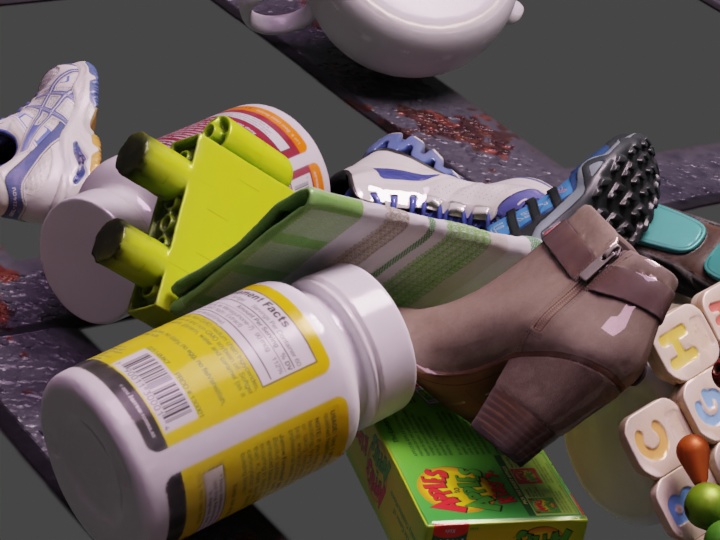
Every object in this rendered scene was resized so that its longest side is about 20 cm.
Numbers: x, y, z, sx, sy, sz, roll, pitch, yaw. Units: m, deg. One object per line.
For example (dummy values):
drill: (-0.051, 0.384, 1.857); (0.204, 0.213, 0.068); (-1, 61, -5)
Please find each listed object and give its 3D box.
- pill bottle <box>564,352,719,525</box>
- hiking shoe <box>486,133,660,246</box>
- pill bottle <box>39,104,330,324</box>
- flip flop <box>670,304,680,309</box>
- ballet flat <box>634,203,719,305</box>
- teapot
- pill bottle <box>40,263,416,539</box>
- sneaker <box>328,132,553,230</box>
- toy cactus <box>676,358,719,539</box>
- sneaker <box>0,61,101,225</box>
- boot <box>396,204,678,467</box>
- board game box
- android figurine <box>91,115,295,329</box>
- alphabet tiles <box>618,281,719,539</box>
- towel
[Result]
pill bottle: (0.233, 0.085, 1.473); (0.199, 0.113, 0.112); (-13, 35, -37)
hiking shoe: (0.127, -0.031, 1.565); (0.086, 0.075, 0.200); (11, 43, 38)
pill bottle: (-0.119, -0.036, 1.575); (0.112, 0.114, 0.200); (26, 31, 27)
flip flop: (0.157, 0.037, 1.595); (0.199, 0.058, 0.081); (-7, 32, -30)
ballet flat: (0.241, -0.001, 1.596); (0.199, 0.069, 0.068); (23, 55, 41)
teapot: (0.030, -0.238, 1.987); (0.199, 0.146, 0.198); (36, 61, 0)
pill bottle: (-0.072, 0.075, 1.344); (0.199, 0.115, 0.114); (-24, 42, -30)
sneaker: (0.047, -0.030, 1.675); (0.199, 0.081, 0.115); (23, 33, 36)
toy cactus: (0.259, 0.154, 1.326); (0.164, 0.102, 0.201); (16, 54, -40)
sneaker: (-0.235, -0.099, 1.697); (0.087, 0.076, 0.200); (4, 27, -10)
boot: (0.095, 0.023, 1.389); (0.200, 0.147, 0.070); (38, -2, 44)
board game box: (0.053, 0.115, 1.423); (0.101, 0.048, 0.200); (0, 29, -19)
android figurine: (-0.081, -0.003, 1.492); (0.041, 0.183, 0.199); (-13, -33, 44)
alphabet tiles: (0.242, 0.106, 1.390); (0.195, 0.015, 0.201); (-25, 87, -38)
towel: (0.000, 0.000, 1.445); (0.199, 0.149, 0.031); (14, 52, -40)
